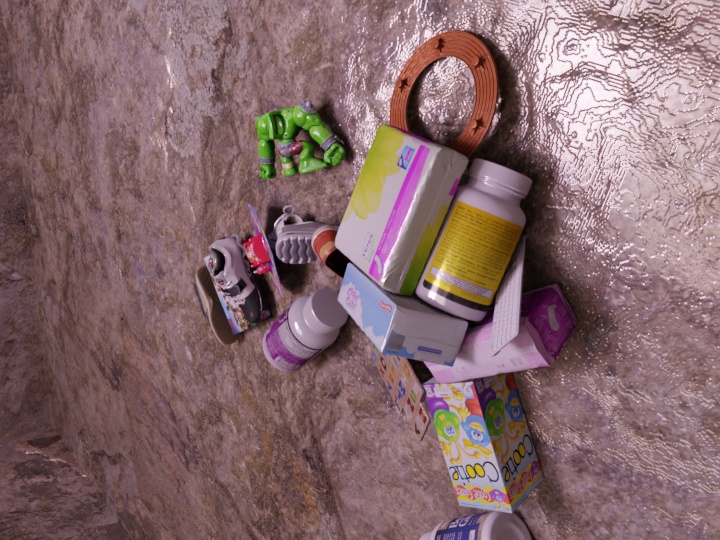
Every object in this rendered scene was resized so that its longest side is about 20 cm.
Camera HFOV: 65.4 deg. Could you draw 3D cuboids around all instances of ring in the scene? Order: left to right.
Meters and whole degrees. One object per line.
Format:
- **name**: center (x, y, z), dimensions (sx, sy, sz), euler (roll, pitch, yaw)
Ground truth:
- **ring**: center (0.109, -0.240, 0.804), dimensions (0.199, 0.019, 0.204), euler (0, 90, 48)

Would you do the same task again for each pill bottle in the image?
- **pill bottle**: center (-0.109, 0.117, 1.120), dimensions (0.200, 0.112, 0.113), euler (-42, 75, 44)
- **pill bottle**: center (0.186, 0.481, 0.959), dimensions (0.200, 0.110, 0.112), euler (-38, 77, 45)
- **pill bottle**: center (0.156, -0.043, 0.770), dimensions (0.112, 0.112, 0.202), euler (28, 102, 34)

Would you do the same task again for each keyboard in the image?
- **keyboard**: center (0.196, 0.028, 0.741), dimensions (0.011, 0.201, 0.057), euler (26, 132, -4)

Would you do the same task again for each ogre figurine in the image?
- **ogre figurine**: center (-0.122, -0.236, 1.018), dimensions (0.199, 0.098, 0.121), euler (11, 124, 54)

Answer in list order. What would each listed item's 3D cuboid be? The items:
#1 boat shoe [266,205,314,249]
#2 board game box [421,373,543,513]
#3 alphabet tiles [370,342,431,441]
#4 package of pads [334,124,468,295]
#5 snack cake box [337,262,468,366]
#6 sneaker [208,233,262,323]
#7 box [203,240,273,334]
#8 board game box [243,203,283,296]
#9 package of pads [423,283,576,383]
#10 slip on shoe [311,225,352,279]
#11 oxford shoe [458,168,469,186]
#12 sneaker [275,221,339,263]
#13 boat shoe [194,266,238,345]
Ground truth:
- **boat shoe**: center (-0.131, -0.082, 1.084), dimensions (0.201, 0.074, 0.087), euler (-166, 79, -65)
- **board game box**: center (0.191, 0.253, 0.877), dimensions (0.104, 0.102, 0.203), euler (-16, 93, 46)
- **alphabet tiles**: center (0.065, 0.187, 0.967), dimensions (0.168, 0.007, 0.201), euler (97, 151, -55)
- **package of pads**: center (0.047, -0.089, 0.780), dimensions (0.154, 0.068, 0.202), euler (41, 113, 51)
- **snack cake box**: center (0.052, 0.058, 0.811), dimensions (0.200, 0.114, 0.068), euler (42, 116, 65)
- **sneaker**: center (-0.280, 0.028, 1.226), dimensions (0.074, 0.088, 0.202), euler (-17, 94, 41)
- **box**: center (-0.291, 0.039, 1.326), dimensions (0.136, 0.037, 0.202), euler (-25, 87, 47)
- **board game box**: center (-0.211, -0.033, 1.150), dimensions (0.201, 0.039, 0.159), euler (83, 160, -47)
- **package of pads**: center (0.193, 0.095, 0.802), dimensions (0.199, 0.120, 0.076), euler (-23, 101, 47)
- **slip on shoe**: center (0.000, 0.000, 0.927), dimensions (0.074, 0.199, 0.061), euler (-43, 39, 15)
- **oxford shoe**: center (0.085, -0.104, 0.872), dimensions (0.199, 0.075, 0.059), euler (-16, 73, 42)
- **sneaker**: center (-0.046, -0.058, 0.965), dimensions (0.082, 0.197, 0.075), euler (-102, 21, -52)
- **boat shoe**: center (-0.360, 0.090, 1.397), dimensions (0.066, 0.071, 0.203), euler (-27, 84, 56)
